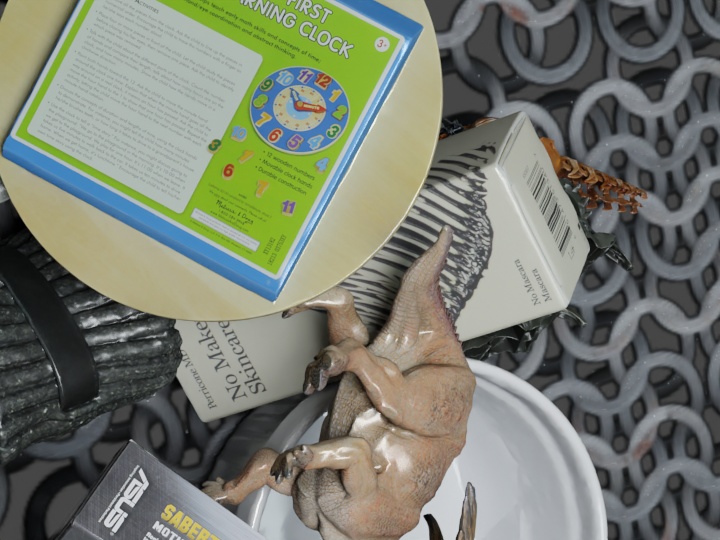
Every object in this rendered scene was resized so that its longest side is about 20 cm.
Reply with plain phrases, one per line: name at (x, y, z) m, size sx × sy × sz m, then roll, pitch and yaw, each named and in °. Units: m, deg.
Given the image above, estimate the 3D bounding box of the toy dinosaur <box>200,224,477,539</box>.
toy dinosaur at (0.017, 0.079, 0.933) m, size 0.135 × 0.086 × 0.200 m, roll 20°, pitch 92°, yaw -26°

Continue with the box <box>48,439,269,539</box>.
box at (-0.080, 0.172, 0.929) m, size 0.158 × 0.200 × 0.048 m, roll 35°, pitch 55°, yaw -4°

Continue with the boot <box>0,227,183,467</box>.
boot at (-0.195, -0.001, 0.948) m, size 0.158 × 0.079 × 0.211 m, roll -34°, pitch 88°, yaw -34°

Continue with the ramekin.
ramekin at (0.013, 0.137, 1.048) m, size 0.200 × 0.105 × 0.200 m, roll -1°, pitch 93°, yaw -26°

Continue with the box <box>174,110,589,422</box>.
box at (0.000, 0.000, 0.985) m, size 0.082 × 0.200 × 0.068 m, roll 61°, pitch 26°, yaw -18°

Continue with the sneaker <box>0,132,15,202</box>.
sneaker at (-0.224, -0.095, 0.922) m, size 0.200 × 0.075 × 0.081 m, roll 25°, pitch 37°, yaw -23°

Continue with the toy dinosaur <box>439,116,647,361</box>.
toy dinosaur at (0.070, -0.039, 1.071) m, size 0.200 × 0.102 × 0.136 m, roll -16°, pitch 56°, yaw -19°

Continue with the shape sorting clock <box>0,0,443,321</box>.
shape sorting clock at (-0.064, -0.077, 0.911) m, size 0.200 × 0.039 × 0.200 m, roll 0°, pitch 88°, yaw 6°
